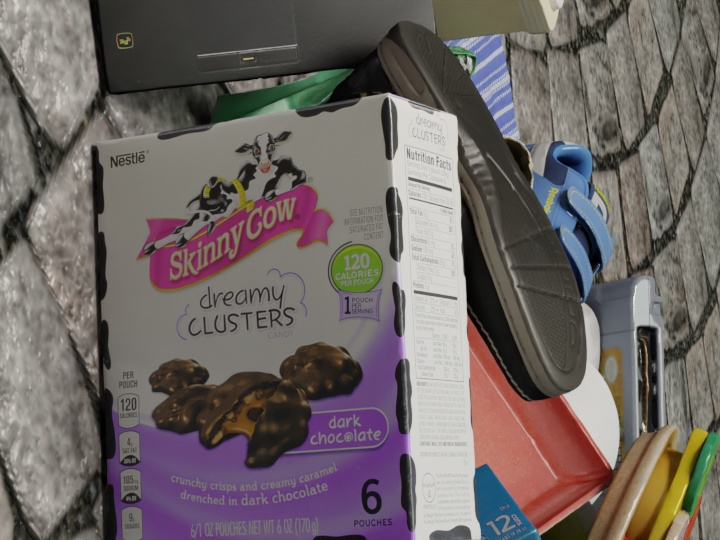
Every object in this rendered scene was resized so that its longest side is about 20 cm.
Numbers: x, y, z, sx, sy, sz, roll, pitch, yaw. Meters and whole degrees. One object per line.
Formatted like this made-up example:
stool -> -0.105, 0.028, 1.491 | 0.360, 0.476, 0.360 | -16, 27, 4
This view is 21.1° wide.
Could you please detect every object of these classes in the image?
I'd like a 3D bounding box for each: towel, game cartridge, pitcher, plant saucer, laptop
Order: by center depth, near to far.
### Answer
laptop -> -0.040, -0.195, 0.918 | 0.103, 0.176, 0.202 | -173, -104, -72
plant saucer -> 0.028, 0.072, 1.067 | 0.199, 0.037, 0.200 | -23, 77, -51
pitcher -> 0.121, 0.125, 1.363 | 0.200, 0.120, 0.173 | -64, 157, -70
towel -> 0.086, -0.128, 1.383 | 0.145, 0.024, 0.202 | -44, 126, -62
game cartridge -> 0.174, 0.112, 1.457 | 0.041, 0.133, 0.202 | 7, 78, -38

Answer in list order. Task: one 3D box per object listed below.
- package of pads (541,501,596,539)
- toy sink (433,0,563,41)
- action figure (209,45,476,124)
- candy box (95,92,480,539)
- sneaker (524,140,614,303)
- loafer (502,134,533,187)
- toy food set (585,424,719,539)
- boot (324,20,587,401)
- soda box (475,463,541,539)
package of pads -> 0.064, 0.120, 1.182 | 0.201, 0.068, 0.154 | 59, 24, 1
toy sink -> 0.071, -0.220, 1.187 | 0.131, 0.198, 0.112 | -75, 150, -41
action figure -> 0.002, -0.085, 1.104 | 0.200, 0.054, 0.119 | -39, 134, -40
candy box -> -0.037, 0.030, 0.907 | 0.071, 0.166, 0.202 | 9, 76, -60
sneaker -> 0.118, -0.018, 1.201 | 0.201, 0.082, 0.074 | -97, 169, -51
loafer -> 0.042, -0.021, 1.073 | 0.076, 0.068, 0.200 | 42, 39, -9
toy food set -> 0.155, 0.186, 1.141 | 0.201, 0.048, 0.198 | -62, 164, -24
boot -> 0.015, -0.003, 0.961 | 0.073, 0.150, 0.201 | -2, 63, -61
soda box -> -0.006, 0.174, 0.918 | 0.064, 0.199, 0.068 | 51, -15, 57
